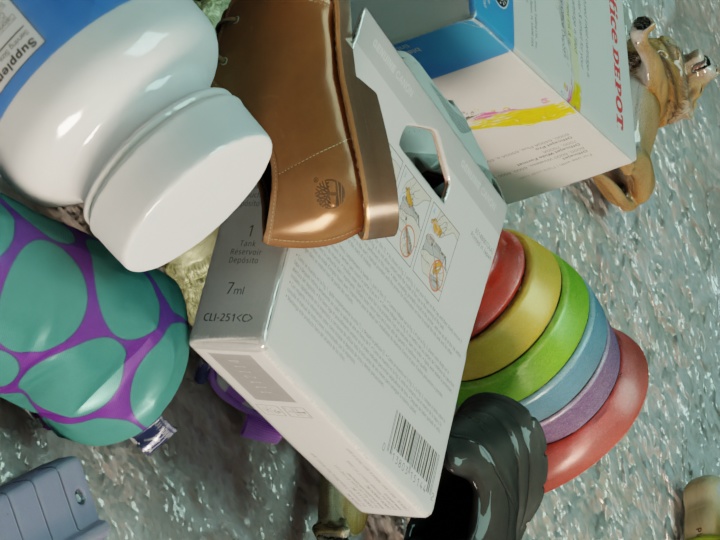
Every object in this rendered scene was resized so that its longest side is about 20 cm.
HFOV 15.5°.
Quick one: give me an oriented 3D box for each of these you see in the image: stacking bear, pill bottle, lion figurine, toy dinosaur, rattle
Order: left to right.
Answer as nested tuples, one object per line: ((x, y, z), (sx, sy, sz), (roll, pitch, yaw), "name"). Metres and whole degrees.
((-0.131, -0.099, 1.125), (0.200, 0.112, 0.112), (47, 24, 14), "pill bottle")
((0.000, 0.090, 1.432), (0.200, 0.058, 0.102), (-41, 128, -63), "toy dinosaur")
((0.071, 0.024, 1.530), (0.200, 0.113, 0.122), (45, 38, -35), "stacking bear")
((0.193, -0.103, 1.878), (0.201, 0.072, 0.123), (-65, 146, -34), "lion figurine")
((0.319, 0.208, 1.858), (0.200, 0.142, 0.131), (41, 22, -37), "rattle")

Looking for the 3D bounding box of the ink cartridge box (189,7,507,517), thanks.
((0.000, 0.000, 1.270), (0.200, 0.044, 0.177), (50, 49, -53), "ink cartridge box")

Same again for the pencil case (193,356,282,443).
((-0.024, -0.004, 1.392), (0.086, 0.083, 0.201), (101, 4, -46), "pencil case")

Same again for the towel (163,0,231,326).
((-0.063, -0.086, 1.315), (0.149, 0.036, 0.201), (69, 32, -45), "towel")

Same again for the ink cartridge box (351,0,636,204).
((0.052, -0.144, 1.538), (0.200, 0.144, 0.148), (36, 45, -49), "ink cartridge box")

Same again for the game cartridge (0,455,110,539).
((-0.129, 0.192, 1.136), (0.130, 0.038, 0.201), (-28, 100, -67), "game cartridge")

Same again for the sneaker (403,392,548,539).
((0.057, 0.172, 1.439), (0.091, 0.075, 0.202), (-19, 105, -55), "sneaker")

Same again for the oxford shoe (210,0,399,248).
((-0.040, -0.105, 1.166), (0.071, 0.071, 0.201), (103, -26, -70), "oxford shoe")

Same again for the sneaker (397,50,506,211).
((-0.004, -0.078, 1.337), (0.200, 0.074, 0.089), (26, 43, -55), "sneaker")

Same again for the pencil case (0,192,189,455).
((-0.157, 0.015, 1.124), (0.085, 0.093, 0.200), (46, 10, 38), "pencil case")
